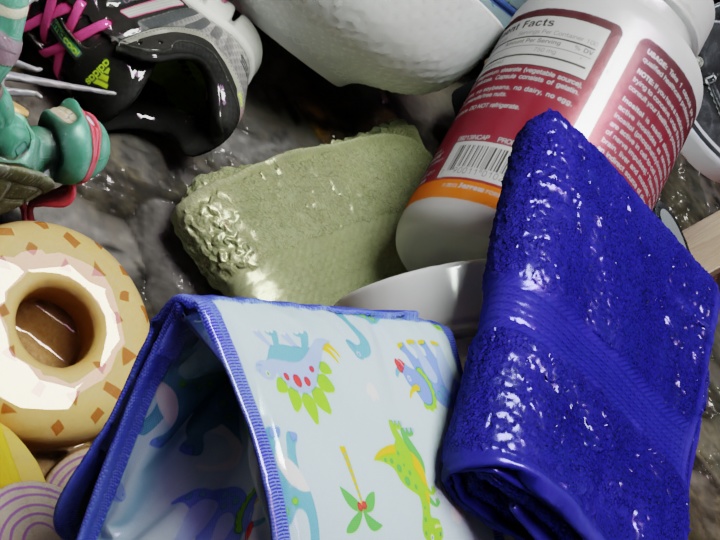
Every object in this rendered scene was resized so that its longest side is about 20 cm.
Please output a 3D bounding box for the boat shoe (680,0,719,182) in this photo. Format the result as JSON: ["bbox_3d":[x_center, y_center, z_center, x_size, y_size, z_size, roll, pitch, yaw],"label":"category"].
[{"bbox_3d":[0.192,-0.142,0.938,0.201,0.068,0.072,59,34,-19],"label":"boat shoe"}]

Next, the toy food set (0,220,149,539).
[{"bbox_3d":[-0.148,0.076,0.644,0.199,0.049,0.199,-9,68,-47],"label":"toy food set"}]

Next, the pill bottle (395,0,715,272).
[{"bbox_3d":[0.108,-0.070,0.842,0.113,0.113,0.201,37,66,-16],"label":"pill bottle"}]

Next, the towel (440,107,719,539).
[{"bbox_3d":[0.103,0.044,0.689,0.148,0.049,0.201,47,40,-33],"label":"towel"}]

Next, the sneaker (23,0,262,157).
[{"bbox_3d":[-0.130,-0.118,0.786,0.199,0.074,0.088,28,39,-32],"label":"sneaker"}]

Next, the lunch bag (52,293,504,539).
[{"bbox_3d":[-0.023,0.112,0.612,0.170,0.127,0.201,8,86,-58],"label":"lunch bag"}]

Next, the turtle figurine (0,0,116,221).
[{"bbox_3d":[-0.174,-0.070,0.669,0.199,0.150,0.101,0,75,-31],"label":"turtle figurine"}]

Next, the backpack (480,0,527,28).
[{"bbox_3d":[0.094,-0.225,1.033,0.163,0.153,0.201,-1,68,-47],"label":"backpack"}]

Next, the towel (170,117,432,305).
[{"bbox_3d":[0.000,0.000,0.851,0.200,0.036,0.149,-23,79,-50],"label":"towel"}]

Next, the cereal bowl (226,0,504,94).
[{"bbox_3d":[-0.023,-0.160,0.881,0.200,0.083,0.200,37,6,-5],"label":"cereal bowl"}]

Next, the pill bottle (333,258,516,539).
[{"bbox_3d":[0.051,0.104,0.734,0.113,0.114,0.201,1,72,-43],"label":"pill bottle"}]

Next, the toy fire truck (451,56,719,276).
[{"bbox_3d":[0.170,-0.052,1.005,0.200,0.128,0.177,13,56,-62],"label":"toy fire truck"}]
